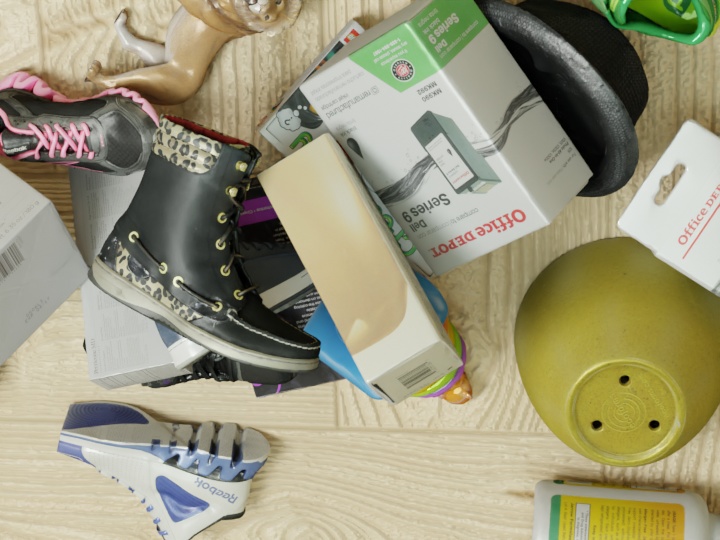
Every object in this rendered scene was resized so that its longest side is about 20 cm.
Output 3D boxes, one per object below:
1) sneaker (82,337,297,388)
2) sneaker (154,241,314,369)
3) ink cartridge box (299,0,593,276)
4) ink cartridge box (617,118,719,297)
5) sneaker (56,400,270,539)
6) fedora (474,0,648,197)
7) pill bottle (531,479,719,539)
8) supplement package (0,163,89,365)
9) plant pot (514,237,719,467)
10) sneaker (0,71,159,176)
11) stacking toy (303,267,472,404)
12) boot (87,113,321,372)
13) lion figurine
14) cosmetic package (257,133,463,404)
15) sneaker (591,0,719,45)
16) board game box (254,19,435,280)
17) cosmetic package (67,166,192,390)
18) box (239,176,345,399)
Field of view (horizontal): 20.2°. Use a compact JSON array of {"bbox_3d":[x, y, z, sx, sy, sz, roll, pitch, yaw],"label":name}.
[{"bbox_3d":[-0.153,0.080,1.790,0.199,0.088,0.076,14,135,24],"label":"sneaker"},{"bbox_3d":[-0.108,-0.025,1.712,0.147,0.202,0.077,58,147,5],"label":"sneaker"},{"bbox_3d":[0.070,-0.113,1.636,0.146,0.084,0.200,-26,105,47],"label":"ink cartridge box"},{"bbox_3d":[0.324,-0.036,1.711,0.199,0.067,0.116,33,101,-7],"label":"ink cartridge box"},{"bbox_3d":[-0.189,0.198,1.882,0.198,0.081,0.116,11,112,1],"label":"sneaker"},{"bbox_3d":[0.165,-0.159,1.663,0.200,0.092,0.201,34,149,24],"label":"fedora"},{"bbox_3d":[0.254,0.252,1.829,0.198,0.113,0.114,3,114,6],"label":"pill bottle"},{"bbox_3d":[-0.350,-0.036,1.714,0.200,0.121,0.120,34,161,28],"label":"supplement package"},{"bbox_3d":[0.229,0.090,1.747,0.199,0.142,0.201,3,113,6],"label":"plant pot"},{"bbox_3d":[-0.258,-0.114,1.716,0.199,0.095,0.080,10,116,32],"label":"sneaker"},{"bbox_3d":[0.052,0.074,1.765,0.110,0.116,0.200,-54,143,-3],"label":"stacking toy"},{"bbox_3d":[-0.104,-0.020,1.597,0.203,0.073,0.155,25,100,12],"label":"boot"},{"bbox_3d":[-0.143,-0.199,1.721,0.122,0.073,0.200,32,128,-15],"label":"lion figurine"},{"bbox_3d":[0.000,0.000,1.633,0.071,0.105,0.201,-30,70,5],"label":"cosmetic package"},{"bbox_3d":[0.207,-0.246,1.637,0.199,0.084,0.074,25,113,-4],"label":"sneaker"},{"bbox_3d":[0.024,-0.101,1.730,0.200,0.035,0.126,41,92,-11],"label":"board game box"},{"bbox_3d":[-0.200,-0.003,1.755,0.082,0.051,0.201,-11,73,11],"label":"cosmetic package"},{"bbox_3d":[-0.053,0.008,1.807,0.142,0.036,0.201,-12,110,11],"label":"box"}]
